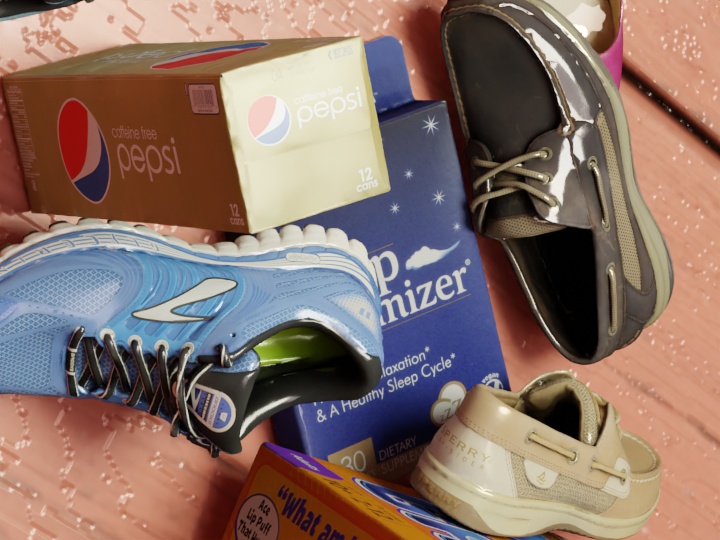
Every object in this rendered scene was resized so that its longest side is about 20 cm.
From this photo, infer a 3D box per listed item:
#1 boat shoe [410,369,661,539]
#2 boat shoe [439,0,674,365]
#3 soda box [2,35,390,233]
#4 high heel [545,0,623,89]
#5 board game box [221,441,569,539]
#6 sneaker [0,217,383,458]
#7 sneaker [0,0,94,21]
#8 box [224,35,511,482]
[{"bbox_3d":[0.099,0.085,1.179,0.200,0.071,0.065,3,115,-61],"label":"boat shoe"},{"bbox_3d":[0.091,-0.043,1.188,0.200,0.074,0.073,61,39,-21],"label":"boat shoe"},{"bbox_3d":[-0.072,-0.058,1.020,0.068,0.200,0.064,-18,103,-30],"label":"soda box"},{"bbox_3d":[0.110,-0.151,1.183,0.067,0.096,0.201,-7,101,-23],"label":"high heel"},{"bbox_3d":[0.041,0.221,1.101,0.199,0.200,0.201,21,93,-32],"label":"board game box"},{"bbox_3d":[-0.081,0.031,1.064,0.199,0.089,0.079,-5,132,-15],"label":"sneaker"},{"bbox_3d":[-0.110,-0.140,1.024,0.199,0.090,0.079,-24,127,-9],"label":"sneaker"},{"bbox_3d":[0.000,0.000,1.172,0.121,0.032,0.201,-22,105,-29],"label":"box"}]
